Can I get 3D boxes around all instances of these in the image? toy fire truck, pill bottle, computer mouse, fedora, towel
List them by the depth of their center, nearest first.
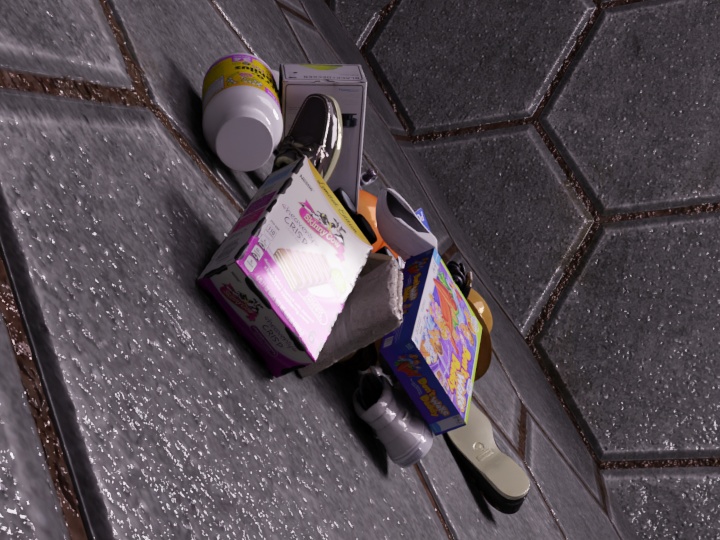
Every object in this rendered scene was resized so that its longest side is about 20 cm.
[{"bbox_3d":[-0.011,0.050,1.292,0.035,0.132,0.200,58,10,-13],"label":"towel"},{"bbox_3d":[-0.154,-0.203,1.451,0.104,0.104,0.201,51,12,-28],"label":"pill bottle"},{"bbox_3d":[0.000,0.000,1.490,0.176,0.128,0.201,52,13,-28],"label":"toy fire truck"},{"bbox_3d":[0.074,-0.026,1.511,0.200,0.044,0.110,50,-24,22],"label":"computer mouse"},{"bbox_3d":[0.144,0.082,1.752,0.082,0.200,0.202,-33,90,-36],"label":"fedora"}]

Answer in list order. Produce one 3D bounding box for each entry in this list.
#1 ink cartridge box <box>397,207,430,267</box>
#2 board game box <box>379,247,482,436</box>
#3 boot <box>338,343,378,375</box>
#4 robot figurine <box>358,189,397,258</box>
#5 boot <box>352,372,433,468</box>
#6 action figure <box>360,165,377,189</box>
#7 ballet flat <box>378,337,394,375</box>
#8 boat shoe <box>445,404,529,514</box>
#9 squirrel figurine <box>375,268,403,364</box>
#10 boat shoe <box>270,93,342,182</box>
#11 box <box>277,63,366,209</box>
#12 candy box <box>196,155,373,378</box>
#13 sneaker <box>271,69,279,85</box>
[{"bbox_3d":[0.067,-0.030,1.884,0.200,0.044,0.095,-41,112,-59],"label":"ink cartridge box"},{"bbox_3d":[0.091,0.083,1.371,0.135,0.044,0.201,57,26,-23],"label":"board game box"},{"bbox_3d":[-0.005,0.094,1.379,0.200,0.073,0.076,-46,112,-81],"label":"boot"},{"bbox_3d":[-0.004,-0.059,1.686,0.200,0.115,0.146,26,65,-71],"label":"robot figurine"},{"bbox_3d":[0.038,0.157,1.369,0.096,0.073,0.200,51,8,-13],"label":"boot"},{"bbox_3d":[-0.025,-0.144,1.871,0.129,0.070,0.201,-1,45,-23],"label":"action figure"},{"bbox_3d":[0.063,0.113,1.427,0.199,0.067,0.069,26,50,-57],"label":"ballet flat"},{"bbox_3d":[0.180,0.279,1.693,0.202,0.073,0.064,53,-29,33],"label":"boat shoe"},{"bbox_3d":[0.100,0.100,1.651,0.187,0.140,0.201,56,11,-43],"label":"squirrel figurine"},{"bbox_3d":[-0.078,-0.133,1.434,0.071,0.203,0.066,16,-1,28],"label":"boat shoe"},{"bbox_3d":[-0.056,-0.179,1.534,0.060,0.115,0.202,-103,-167,-56],"label":"box"},{"bbox_3d":[-0.072,-0.008,1.170,0.137,0.061,0.201,53,36,-21],"label":"candy box"},{"bbox_3d":[-0.128,-0.259,1.813,0.201,0.073,0.116,62,9,20],"label":"sneaker"}]
